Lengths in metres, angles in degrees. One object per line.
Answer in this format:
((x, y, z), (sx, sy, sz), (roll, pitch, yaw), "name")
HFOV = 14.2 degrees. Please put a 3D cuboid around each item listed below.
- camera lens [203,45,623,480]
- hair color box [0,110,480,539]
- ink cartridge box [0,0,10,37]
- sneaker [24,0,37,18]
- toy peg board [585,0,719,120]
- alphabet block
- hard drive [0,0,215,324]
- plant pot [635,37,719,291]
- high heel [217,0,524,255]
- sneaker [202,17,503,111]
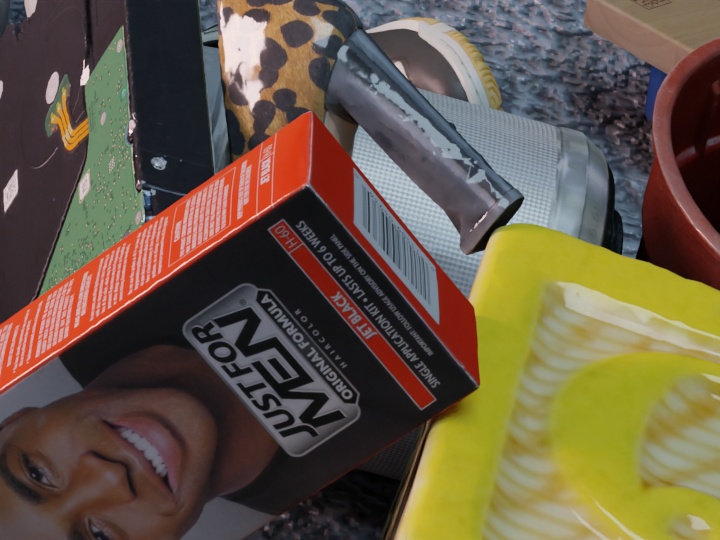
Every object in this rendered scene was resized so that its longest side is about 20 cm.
((0.000, 0.000, 1.209), (0.199, 0.161, 0.160), (15, 40, -4), "camera lens")
((-0.067, 0.045, 1.008), (0.102, 0.199, 0.061), (49, 18, -22), "hair color box")
((-0.263, -0.123, 1.282), (0.147, 0.086, 0.200), (25, 33, 16), "ink cartridge box")
((-0.113, -0.114, 1.327), (0.073, 0.112, 0.201), (-4, 37, -3), "sneaker")
((0.244, -0.079, 1.454), (0.199, 0.098, 0.199), (-19, 38, -37), "toy peg board")
((0.097, 0.137, 1.063), (0.195, 0.201, 0.196), (18, 40, 0), "alphabet block")
((-0.103, -0.044, 1.123), (0.038, 0.140, 0.201), (14, 46, -25), "hard drive")
((0.188, 0.037, 1.212), (0.199, 0.196, 0.201), (11, 40, -9), "plant pot")
((-0.052, -0.008, 1.102), (0.143, 0.200, 0.071), (45, 8, 10), "high heel")
((-0.017, -0.074, 1.324), (0.087, 0.076, 0.200), (-24, 23, -31), "sneaker")
